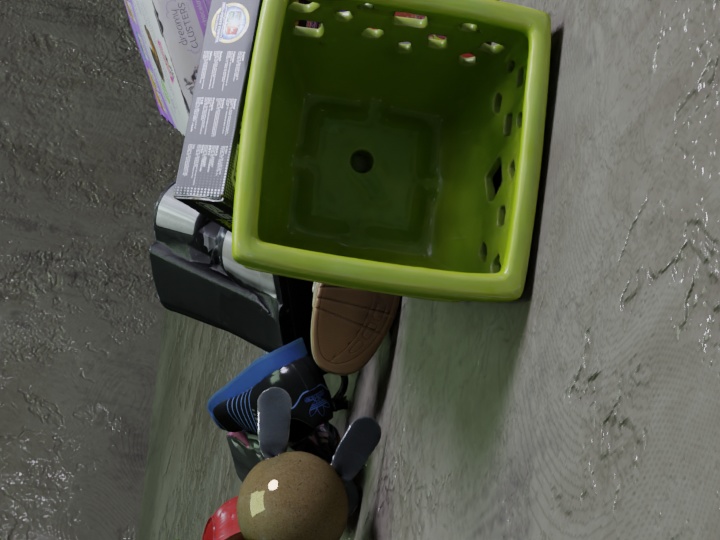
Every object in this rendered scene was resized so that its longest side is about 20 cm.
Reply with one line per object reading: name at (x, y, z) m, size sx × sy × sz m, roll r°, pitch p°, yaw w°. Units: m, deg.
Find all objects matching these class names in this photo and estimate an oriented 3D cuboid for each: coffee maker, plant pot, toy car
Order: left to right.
coffee maker at (-0.102, 0.017, 1.558) m, size 0.199 × 0.134 × 0.194 m, roll 20°, pitch 104°, yaw 44°
toy car at (-0.062, 0.205, 1.369) m, size 0.158 × 0.163 × 0.202 m, roll 174°, pitch 113°, yaw -78°
plant pot at (0.012, -0.080, 1.145) m, size 0.181 × 0.197 × 0.202 m, roll 139°, pitch 139°, yaw -81°

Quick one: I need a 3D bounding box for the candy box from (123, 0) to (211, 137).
candy box at (-0.167, -0.220, 1.565) m, size 0.200 × 0.071 × 0.169 m, roll -138°, pitch 30°, yaw -66°

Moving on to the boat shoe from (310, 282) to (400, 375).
boat shoe at (0.000, 0.000, 1.441) m, size 0.063 × 0.073 × 0.202 m, roll 128°, pitch 159°, yaw -70°

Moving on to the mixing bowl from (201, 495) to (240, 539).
mixing bowl at (-0.099, 0.291, 1.581) m, size 0.200 × 0.107 × 0.202 m, roll -169°, pitch 90°, yaw -78°

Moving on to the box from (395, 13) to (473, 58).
box at (0.037, -0.144, 1.297) m, size 0.100 × 0.094 × 0.202 m, roll -153°, pitch 73°, yaw -78°

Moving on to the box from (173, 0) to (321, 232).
box at (-0.071, -0.127, 1.259) m, size 0.160 × 0.044 × 0.202 m, roll 36°, pitch -118°, yaw -64°

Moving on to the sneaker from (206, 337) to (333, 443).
sneaker at (-0.081, 0.126, 1.469) m, size 0.078 × 0.070 × 0.200 m, roll 63°, pitch 155°, yaw 8°

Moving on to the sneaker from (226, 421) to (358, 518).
sneaker at (-0.049, 0.170, 1.517) m, size 0.200 × 0.086 × 0.081 m, roll 24°, pitch 137°, yaw 57°

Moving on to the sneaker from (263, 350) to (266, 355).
sneaker at (-0.089, 0.050, 1.802) m, size 0.201 × 0.077 × 0.087 m, roll -99°, pitch 19°, yaw -57°
